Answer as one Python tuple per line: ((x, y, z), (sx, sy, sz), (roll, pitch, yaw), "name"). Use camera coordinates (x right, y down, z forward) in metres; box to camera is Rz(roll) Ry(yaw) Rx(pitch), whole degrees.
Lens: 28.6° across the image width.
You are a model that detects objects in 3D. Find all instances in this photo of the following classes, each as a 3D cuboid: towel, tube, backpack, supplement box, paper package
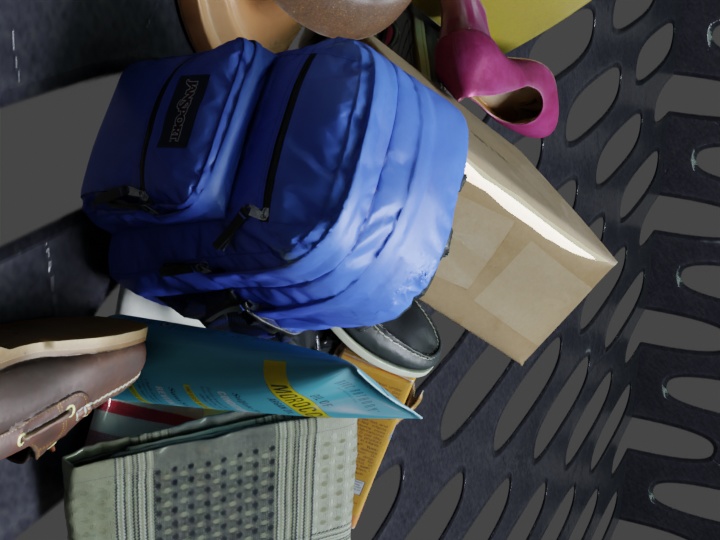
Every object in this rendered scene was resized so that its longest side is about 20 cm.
((-0.128, 0.049, 0.930), (0.144, 0.022, 0.203), (30, 70, -68), "towel")
((-0.066, 0.058, 0.802), (0.077, 0.198, 0.051), (33, 65, -54), "tube")
((-0.092, 0.172, 0.899), (0.035, 0.190, 0.202), (-126, -147, -52), "towel")
((-0.050, -0.047, 0.812), (0.167, 0.198, 0.165), (26, 72, -45), "backpack")
((-0.003, 0.121, 1.150), (0.067, 0.068, 0.201), (-67, 175, -46), "supplement box")
((0.055, -0.056, 1.000), (0.199, 0.191, 0.104), (32, 107, -35), "paper package")

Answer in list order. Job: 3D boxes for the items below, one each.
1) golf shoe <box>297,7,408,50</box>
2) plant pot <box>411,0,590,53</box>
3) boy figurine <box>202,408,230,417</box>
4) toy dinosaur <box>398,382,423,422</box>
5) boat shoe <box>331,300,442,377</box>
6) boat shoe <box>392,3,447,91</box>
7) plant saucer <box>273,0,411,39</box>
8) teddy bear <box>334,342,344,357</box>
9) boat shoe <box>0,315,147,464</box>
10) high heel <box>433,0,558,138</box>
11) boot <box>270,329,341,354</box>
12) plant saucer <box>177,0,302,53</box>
((-0.019, -0.140, 1.090), (0.088, 0.076, 0.203), (-3, 98, -52), "golf shoe")
((0.123, -0.309, 1.086), (0.199, 0.175, 0.203), (25, 56, -56), "plant pot")
((-0.078, 0.138, 0.945), (0.123, 0.064, 0.202), (-15, 126, -37), "boy figurine")
((0.000, 0.139, 1.303), (0.105, 0.060, 0.203), (0, 95, -46), "toy dinosaur")
((0.000, -0.002, 1.032), (0.200, 0.066, 0.075), (47, 38, -14), "boat shoe")
((0.059, -0.181, 1.160), (0.201, 0.064, 0.074), (-93, -163, -53), "boat shoe")
((-0.010, -0.254, 0.917), (0.199, 0.034, 0.203), (7, 81, -46), "plant saucer")
((0.027, -0.019, 1.200), (0.145, 0.066, 0.203), (-34, -132, 55), "teddy bear")
((-0.180, 0.064, 0.724), (0.199, 0.070, 0.071), (-11, 103, -60), "boat shoe")
((0.112, -0.130, 1.102), (0.200, 0.066, 0.097), (49, 34, -56), "high heel")
((-0.061, 0.087, 1.083), (0.200, 0.065, 0.166), (-65, 178, -67), "boot")
((-0.066, -0.230, 0.949), (0.200, 0.032, 0.203), (10, 90, -70), "plant saucer")
